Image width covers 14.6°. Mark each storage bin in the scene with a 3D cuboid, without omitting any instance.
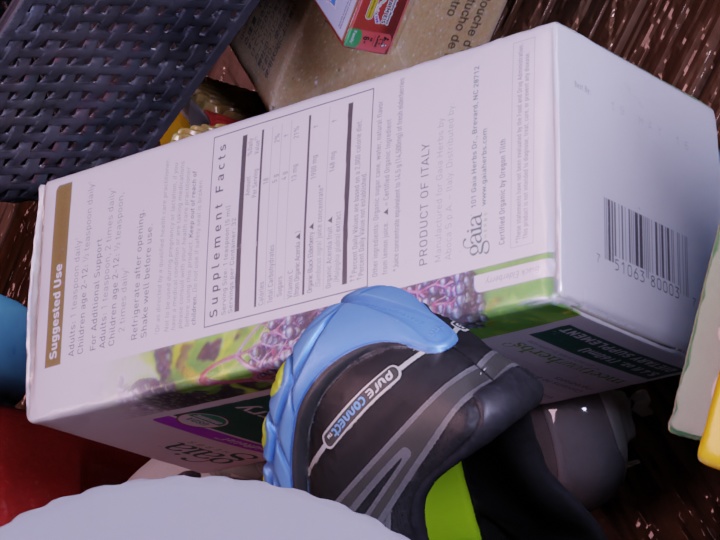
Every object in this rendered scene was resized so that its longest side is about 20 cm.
[{"bbox_3d":[-0.106,-0.126,0.950,0.200,0.093,0.136,-49,54,42],"label":"storage bin"}]

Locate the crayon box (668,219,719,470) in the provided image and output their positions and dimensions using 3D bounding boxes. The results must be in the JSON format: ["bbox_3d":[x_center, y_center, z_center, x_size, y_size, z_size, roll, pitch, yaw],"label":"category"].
[{"bbox_3d":[0.154,0.000,0.601,0.199,0.051,0.127,15,94,35],"label":"crayon box"}]

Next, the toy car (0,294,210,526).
[{"bbox_3d":[-0.075,0.101,0.969,0.199,0.176,0.186,-11,68,47],"label":"toy car"}]

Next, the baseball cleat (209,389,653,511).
[{"bbox_3d":[0.008,0.048,0.884,0.200,0.106,0.070,14,123,68],"label":"baseball cleat"}]

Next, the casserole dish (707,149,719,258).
[{"bbox_3d":[0.151,0.009,0.707,0.200,0.039,0.122,40,114,58],"label":"casserole dish"}]

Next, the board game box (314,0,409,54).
[{"bbox_3d":[0.019,-0.180,0.876,0.103,0.019,0.201,58,134,50],"label":"board game box"}]

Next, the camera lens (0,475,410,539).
[{"bbox_3d":[-0.042,0.171,0.677,0.160,0.159,0.201,-112,21,-46],"label":"camera lens"}]

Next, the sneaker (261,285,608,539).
[{"bbox_3d":[0.025,0.100,0.735,0.082,0.071,0.201,21,131,38],"label":"sneaker"}]

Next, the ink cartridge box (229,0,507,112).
[{"bbox_3d":[0.009,-0.170,0.998,0.201,0.075,0.165,-66,29,24],"label":"ink cartridge box"}]

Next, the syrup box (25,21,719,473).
[{"bbox_3d":[0.000,0.000,0.805,0.199,0.079,0.082,-15,65,38],"label":"syrup box"}]

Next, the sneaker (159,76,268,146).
[{"bbox_3d":[-0.047,-0.008,1.017,0.200,0.074,0.091,-94,19,-75],"label":"sneaker"}]
